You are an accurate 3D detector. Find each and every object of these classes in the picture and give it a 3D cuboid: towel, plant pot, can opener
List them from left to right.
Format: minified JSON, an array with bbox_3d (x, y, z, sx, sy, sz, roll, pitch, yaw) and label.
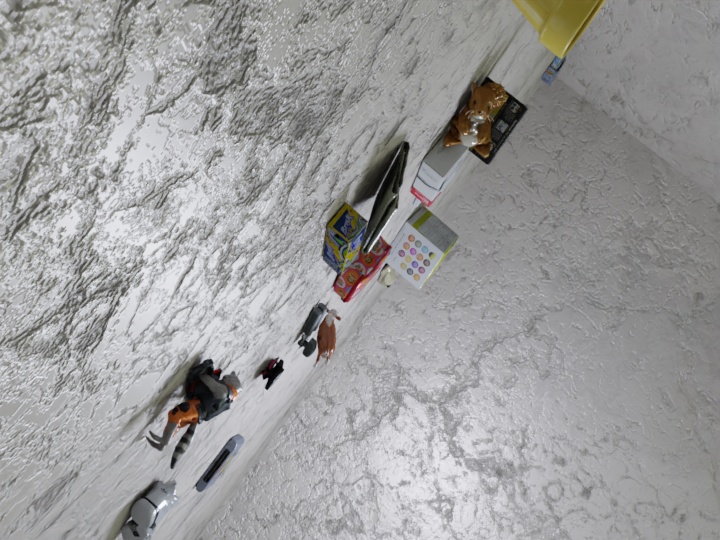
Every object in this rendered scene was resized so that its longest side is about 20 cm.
[{"bbox_3d":[-0.141,0.177,1.928,0.053,0.066,0.203,-42,162,-45],"label":"can opener"},{"bbox_3d":[0.062,-0.164,1.454,0.202,0.034,0.196,118,-9,-47],"label":"towel"},{"bbox_3d":[0.392,-0.567,1.284,0.202,0.187,0.201,-51,173,-9],"label":"plant pot"}]

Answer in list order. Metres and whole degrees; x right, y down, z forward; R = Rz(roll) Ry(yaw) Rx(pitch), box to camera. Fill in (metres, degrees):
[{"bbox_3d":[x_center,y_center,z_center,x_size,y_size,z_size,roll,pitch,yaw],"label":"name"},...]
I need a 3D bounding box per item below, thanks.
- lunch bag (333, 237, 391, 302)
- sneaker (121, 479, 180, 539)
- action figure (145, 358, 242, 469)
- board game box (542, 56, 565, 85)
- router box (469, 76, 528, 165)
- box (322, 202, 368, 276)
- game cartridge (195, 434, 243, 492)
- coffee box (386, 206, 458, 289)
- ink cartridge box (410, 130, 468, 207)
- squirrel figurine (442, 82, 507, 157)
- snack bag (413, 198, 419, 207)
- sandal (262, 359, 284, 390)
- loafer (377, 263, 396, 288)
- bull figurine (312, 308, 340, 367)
[{"bbox_3d":[0.000,0.000,1.931,0.200,0.082,0.177,-47,175,-32],"label":"lunch bag"},{"bbox_3d":[-0.486,0.572,1.502,0.115,0.074,0.203,-38,161,-53],"label":"sneaker"},{"bbox_3d":[-0.294,0.260,1.168,0.192,0.105,0.202,-38,164,-29],"label":"action figure"},{"bbox_3d":[1.092,-1.135,3.617,0.202,0.061,0.200,-57,173,29],"label":"board game box"},{"bbox_3d":[0.385,-0.449,1.934,0.202,0.156,0.052,-54,171,22],"label":"router box"},{"bbox_3d":[-0.037,-0.064,1.414,0.070,0.064,0.201,-50,173,-20],"label":"box"},{"bbox_3d":[-0.465,0.642,2.147,0.202,0.041,0.133,-53,177,-4],"label":"game cartridge"},{"bbox_3d":[0.242,-0.092,2.556,0.202,0.196,0.200,-56,172,34],"label":"coffee box"},{"bbox_3d":[0.239,-0.308,1.955,0.145,0.083,0.201,-49,172,-20],"label":"ink cartridge box"},{"bbox_3d":[0.333,-0.455,1.805,0.189,0.138,0.204,96,17,-58],"label":"squirrel figurine"},{"bbox_3d":[0.261,-0.330,2.246,0.189,0.021,0.201,-50,172,-23],"label":"snack bag"},{"bbox_3d":[-0.252,0.285,1.821,0.075,0.045,0.200,-47,-173,0],"label":"sandal"},{"bbox_3d":[0.128,0.020,2.866,0.076,0.068,0.201,-49,172,-19],"label":"loafer"},{"bbox_3d":[-0.106,0.210,2.009,0.202,0.063,0.124,-83,-170,-59],"label":"bull figurine"}]
